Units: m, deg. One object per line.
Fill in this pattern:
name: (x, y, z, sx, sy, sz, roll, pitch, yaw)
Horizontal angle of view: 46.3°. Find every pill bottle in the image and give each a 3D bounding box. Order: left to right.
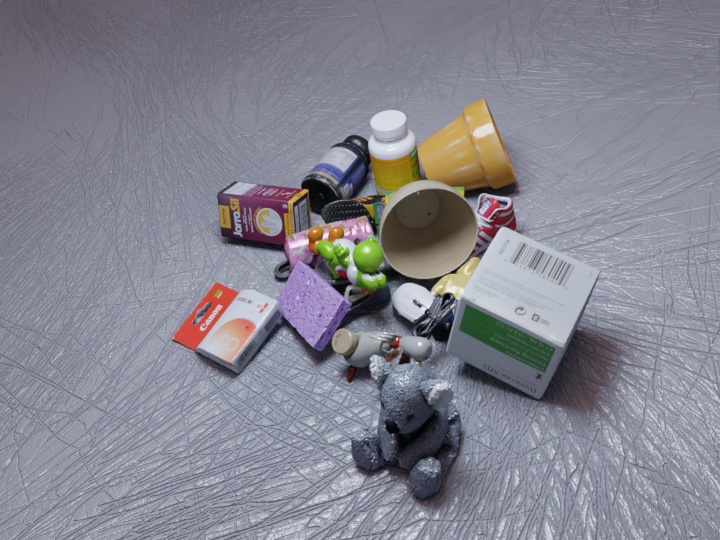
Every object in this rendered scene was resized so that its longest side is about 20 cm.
pill bottle: (-0.049, -0.234, 2.011, 0.111, 0.113, 0.200, 14, 47, 27)
pill bottle: (0.078, -0.262, 1.943, 0.110, 0.201, 0.112, -7, 41, 6)

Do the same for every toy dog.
toy dog: (0.033, 0.163, 1.559, 0.131, 0.097, 0.199, 9, -6, -33)

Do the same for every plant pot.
plant pot: (0.128, -0.103, 1.720, 0.198, 0.202, 0.135, -13, 30, -1)
plant pot: (0.237, -0.263, 1.931, 0.182, 0.201, 0.201, -22, 39, 14)

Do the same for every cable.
cable: (-0.099, -0.033, 1.873, 0.097, 0.050, 0.200, 36, 72, 21)

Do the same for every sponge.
sponge: (-0.101, 0.068, 1.689, 0.112, 0.030, 0.200, -57, 38, 5)

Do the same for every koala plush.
koala plush: (0.082, 0.229, 1.398, 0.176, 0.201, 0.184, 18, 49, 31)

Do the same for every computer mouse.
computer mouse: (0.106, 0.066, 1.639, 0.110, 0.044, 0.200, -48, 26, -6)

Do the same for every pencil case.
pencil case: (-0.064, -0.055, 1.810, 0.198, 0.087, 0.083, -16, 68, -9)

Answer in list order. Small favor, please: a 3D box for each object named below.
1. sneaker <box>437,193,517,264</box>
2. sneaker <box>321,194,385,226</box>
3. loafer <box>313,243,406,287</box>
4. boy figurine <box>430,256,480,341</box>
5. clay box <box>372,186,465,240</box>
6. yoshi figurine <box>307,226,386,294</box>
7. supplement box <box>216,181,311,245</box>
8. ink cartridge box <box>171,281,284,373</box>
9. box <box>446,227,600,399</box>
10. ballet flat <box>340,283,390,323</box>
sneaker: (0.241, -0.090, 1.778, 0.199, 0.113, 0.071, -26, 44, -15)
sneaker: (0.000, -0.132, 1.907, 0.198, 0.071, 0.090, -7, 11, -17)
loafer: (0.000, 0.000, 1.778, 0.198, 0.070, 0.076, -12, 62, -5)
boy figurine: (0.194, 0.051, 1.672, 0.123, 0.065, 0.201, 7, 44, 21)
clay box: (0.132, -0.120, 1.837, 0.198, 0.116, 0.048, -1, 41, 12)
yoshi figurine: (-0.015, -0.039, 1.666, 0.112, 0.112, 0.200, -46, 48, -9)
supplement box: (-0.220, -0.130, 1.927, 0.198, 0.111, 0.086, 8, 28, 22)
ink cartridge box: (-0.278, 0.101, 1.722, 0.199, 0.050, 0.163, 22, 64, 29)
box: (0.288, 0.074, 1.509, 0.198, 0.172, 0.200, 26, 53, 15)
ballet flat: (-0.033, 0.064, 1.710, 0.199, 0.073, 0.073, -23, 42, -12)
